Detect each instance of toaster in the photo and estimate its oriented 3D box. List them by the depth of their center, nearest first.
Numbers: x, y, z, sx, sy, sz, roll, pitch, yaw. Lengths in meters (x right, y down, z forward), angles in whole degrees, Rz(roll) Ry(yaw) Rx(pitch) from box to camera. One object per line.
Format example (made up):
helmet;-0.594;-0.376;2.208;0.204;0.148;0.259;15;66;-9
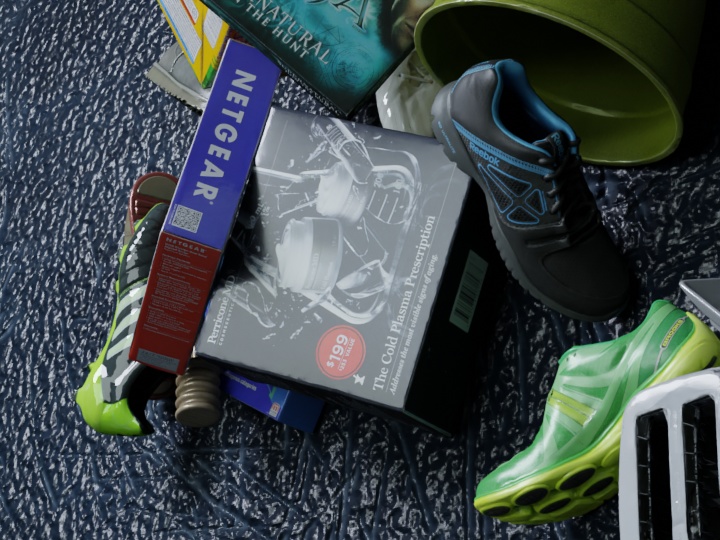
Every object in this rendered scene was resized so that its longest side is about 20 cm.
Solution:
toaster;0.229;0.141;1.117;0.113;0.129;0.202;-19;59;42

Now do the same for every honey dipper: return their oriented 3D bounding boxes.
honey dipper;-0.133;0.032;1.545;0.038;0.038;0.202;-26;51;35

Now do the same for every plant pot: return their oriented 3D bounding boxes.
plant pot;0.166;-0.209;1.321;0.199;0.200;0.194;4;63;46

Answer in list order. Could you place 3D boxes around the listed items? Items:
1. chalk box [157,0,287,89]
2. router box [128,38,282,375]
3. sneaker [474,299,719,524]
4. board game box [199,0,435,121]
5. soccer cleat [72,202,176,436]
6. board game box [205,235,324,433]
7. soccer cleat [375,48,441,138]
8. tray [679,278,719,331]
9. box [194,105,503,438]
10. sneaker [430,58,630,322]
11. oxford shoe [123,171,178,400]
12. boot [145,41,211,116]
chalk box;-0.054;-0.247;1.553;0.125;0.198;0.124;62;144;26
router box;-0.121;-0.049;1.473;0.180;0.048;0.201;113;174;-53
sneaker;0.157;0.099;1.260;0.200;0.074;0.084;-40;49;13
board game box;-0.042;-0.225;1.423;0.200;0.028;0.135;40;78;6
soccer cleat;-0.175;0.043;1.567;0.080;0.067;0.202;11;78;26
board game box;-0.058;0.014;1.533;0.152;0.045;0.202;21;86;48
soccer cleat;0.058;-0.191;1.469;0.078;0.069;0.202;114;171;-68
tray;0.287;0.060;1.125;0.200;0.107;0.022;44;125;46
box;0.000;0.000;1.397;0.181;0.104;0.202;13;81;27
sneaker;0.125;-0.053;1.288;0.073;0.201;0.082;-37;1;-32
oxford shoe;-0.179;0.019;1.655;0.075;0.070;0.202;135;139;-70
boot;-0.103;-0.232;1.686;0.201;0.072;0.182;-55;45;1
